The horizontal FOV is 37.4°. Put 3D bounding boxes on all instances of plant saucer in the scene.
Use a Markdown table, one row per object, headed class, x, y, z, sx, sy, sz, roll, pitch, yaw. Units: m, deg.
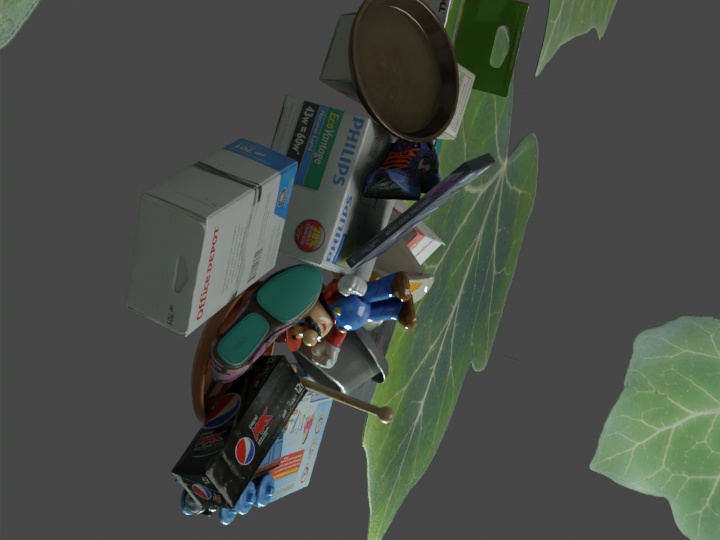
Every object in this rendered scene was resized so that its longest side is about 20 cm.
| class | x | y | z | sx | sy | sz | roll | pitch | yaw |
| --- | --- | --- | --- | --- | --- | --- | --- | --- | --- |
| plant saucer | -0.166 | 0.106 | 1.387 | 0.200 | 0.032 | 0.201 | 17 | 90 | -71 |
| plant saucer | 0.053 | -0.260 | 1.360 | 0.199 | 0.029 | 0.201 | 9 | 77 | -44 |

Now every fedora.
| class | x | y | z | sx | sy | sz | roll | pitch | yaw |
| --- | --- | --- | --- | --- | --- | --- | --- | --- | --- |
| fedora | -0.051 | 0.105 | 1.541 | 0.090 | 0.200 | 0.177 | -39 | 167 | -14 |

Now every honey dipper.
| class | x | y | z | sx | sy | sz | roll | pitch | yaw |
| --- | --- | --- | --- | --- | --- | --- | --- | --- | --- |
| honey dipper | -0.045 | 0.162 | 1.419 | 0.038 | 0.199 | 0.038 | 18 | 90 | -73 |

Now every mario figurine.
| class | x | y | z | sx | sy | sz | roll | pitch | yaw |
| --- | --- | --- | --- | --- | --- | --- | --- | --- | --- |
| mario figurine | -0.026 | 0.068 | 1.410 | 0.106 | 0.199 | 0.124 | -44 | 122 | -83 |

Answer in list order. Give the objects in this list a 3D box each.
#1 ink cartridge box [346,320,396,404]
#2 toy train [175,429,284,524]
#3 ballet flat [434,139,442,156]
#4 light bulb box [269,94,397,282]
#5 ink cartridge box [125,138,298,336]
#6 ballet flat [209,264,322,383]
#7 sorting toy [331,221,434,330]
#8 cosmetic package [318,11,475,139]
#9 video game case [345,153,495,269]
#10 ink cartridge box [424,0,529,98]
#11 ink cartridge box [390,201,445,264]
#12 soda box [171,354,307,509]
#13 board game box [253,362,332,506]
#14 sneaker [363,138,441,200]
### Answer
| class | x | y | z | sx | sy | sz | roll | pitch | yaw |
| --- | --- | --- | --- | --- | --- | --- | --- | --- | --- |
| ink cartridge box | 0.010 | 0.124 | 1.702 | 0.057 | 0.200 | 0.163 | 17 | 91 | -31 |
| toy train | -0.175 | 0.267 | 1.435 | 0.200 | 0.086 | 0.115 | -2 | 100 | -69 |
| ballet flat | 0.123 | -0.280 | 1.823 | 0.071 | 0.065 | 0.201 | 49 | 57 | -70 |
| light bulb box | -0.041 | -0.103 | 1.411 | 0.199 | 0.124 | 0.200 | -72 | 161 | -1 |
| ink cartridge box | -0.160 | -0.041 | 1.164 | 0.200 | 0.086 | 0.147 | -40 | 151 | -56 |
| ballet flat | -0.124 | 0.067 | 1.334 | 0.200 | 0.069 | 0.071 | -48 | 179 | -36 |
| sorting toy | 0.000 | 0.000 | 1.601 | 0.106 | 0.200 | 0.180 | -21 | 152 | -25 |
| cosmetic package | 0.053 | -0.264 | 1.454 | 0.199 | 0.087 | 0.104 | 25 | 82 | -41 |
| video game case | 0.079 | -0.078 | 1.365 | 0.200 | 0.019 | 0.143 | -38 | 177 | 21 |
| ink cartridge box | 0.131 | -0.346 | 1.568 | 0.076 | 0.199 | 0.149 | -26 | 131 | -65 |
| ink cartridge box | 0.060 | -0.067 | 1.732 | 0.068 | 0.117 | 0.200 | -46 | 164 | 10 |
| soda box | -0.149 | 0.199 | 1.337 | 0.071 | 0.063 | 0.200 | 59 | 44 | -29 |
| board game box | -0.113 | 0.244 | 1.627 | 0.200 | 0.056 | 0.197 | 7 | 100 | -72 |
| sneaker | 0.053 | -0.134 | 1.373 | 0.200 | 0.075 | 0.079 | -32 | 122 | -70 |
